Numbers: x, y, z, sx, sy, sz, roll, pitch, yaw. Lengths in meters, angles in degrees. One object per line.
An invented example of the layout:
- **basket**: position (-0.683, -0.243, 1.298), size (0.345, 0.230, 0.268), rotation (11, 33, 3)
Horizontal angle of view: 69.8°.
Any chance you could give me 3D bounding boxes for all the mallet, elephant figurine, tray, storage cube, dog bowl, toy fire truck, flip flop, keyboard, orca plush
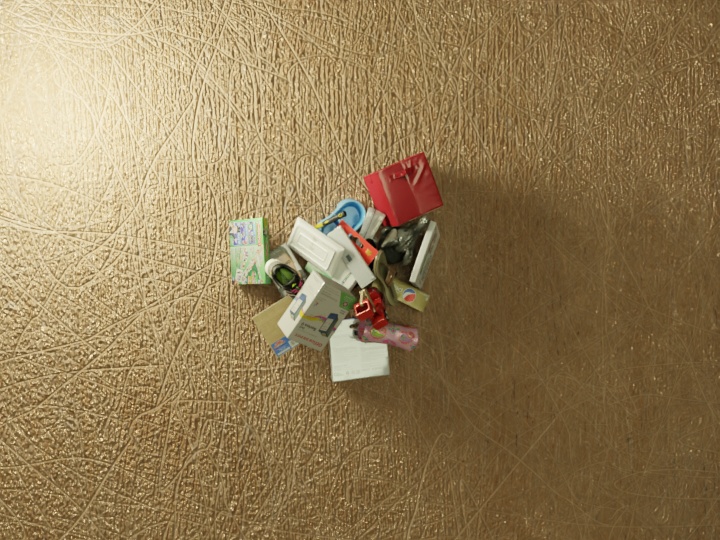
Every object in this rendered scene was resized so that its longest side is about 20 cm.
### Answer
- **mallet**: position (-0.125, -0.152, 1.615), size (0.041, 0.199, 0.066), rotation (-10, 73, -54)
- **elephant figurine**: position (0.129, -0.089, 1.644), size (0.140, 0.200, 0.157), rotation (-1, 91, -12)
- **tray**: position (-0.147, -0.072, 1.607), size (0.199, 0.022, 0.108), rotation (34, 112, 22)
- **storage cube**: position (0.133, -0.255, 1.650), size (0.170, 0.200, 0.181), rotation (-25, 101, -11)
- **dog bowl**: position (-0.060, -0.151, 1.681), size (0.200, 0.050, 0.112), rotation (-45, 98, -9)
- **toy fire truck**: position (0.030, 0.104, 1.571), size (0.049, 0.201, 0.141), rotation (-28, 123, 14)
- **flip flop**: position (0.090, 0.023, 1.602), size (0.057, 0.081, 0.201), rotation (-4, 120, 28)
- **keyboard**: position (-0.029, -0.042, 1.587), size (0.056, 0.011, 0.201), rotation (-36, 82, 18)
- **orca plush**: position (0.000, 0.000, 1.635), size (0.105, 0.071, 0.200), rotation (27, 110, -32)

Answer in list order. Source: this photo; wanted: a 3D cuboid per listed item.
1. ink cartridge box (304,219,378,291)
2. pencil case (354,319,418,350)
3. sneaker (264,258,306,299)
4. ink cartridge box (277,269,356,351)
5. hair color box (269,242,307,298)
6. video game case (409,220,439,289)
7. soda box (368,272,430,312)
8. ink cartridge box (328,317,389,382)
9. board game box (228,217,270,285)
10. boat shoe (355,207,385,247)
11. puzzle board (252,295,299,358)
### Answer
- **ink cartridge box**: position (-0.062, -0.030, 1.612), size (0.161, 0.050, 0.200), rotation (42, 119, 10)
- **pencil case**: position (0.085, 0.204, 1.655), size (0.198, 0.087, 0.088), rotation (11, 88, -14)
- **sneaker**: position (-0.200, 0.043, 1.546), size (0.200, 0.087, 0.074), rotation (42, 84, -17)
- **ink cartridge box**: position (-0.129, 0.123, 1.537), size (0.145, 0.087, 0.201), rotation (31, 99, -40)
- **hair color box**: position (-0.228, 0.022, 1.640), size (0.099, 0.061, 0.201), rotation (-32, 96, -9)
- **video game case**: position (0.212, -0.045, 1.677), size (0.024, 0.182, 0.201), rotation (19, 86, 15)
- **soda box**: position (0.126, 0.067, 1.711), size (0.199, 0.068, 0.064), rotation (26, 86, -11)
- **ink cartridge box**: position (-0.007, 0.255, 1.697), size (0.195, 0.043, 0.202), rotation (-4, 88, -13)
- **board game box**: position (-0.343, -0.057, 1.594), size (0.134, 0.029, 0.202), rotation (-2, 91, 27)
- **boat shoe**: position (0.023, -0.101, 1.654), size (0.066, 0.074, 0.201), rotation (20, 117, -2)
- **puzzle board**: position (-0.213, 0.157, 1.610), size (0.199, 0.017, 0.151), rotation (-32, 102, -8)
